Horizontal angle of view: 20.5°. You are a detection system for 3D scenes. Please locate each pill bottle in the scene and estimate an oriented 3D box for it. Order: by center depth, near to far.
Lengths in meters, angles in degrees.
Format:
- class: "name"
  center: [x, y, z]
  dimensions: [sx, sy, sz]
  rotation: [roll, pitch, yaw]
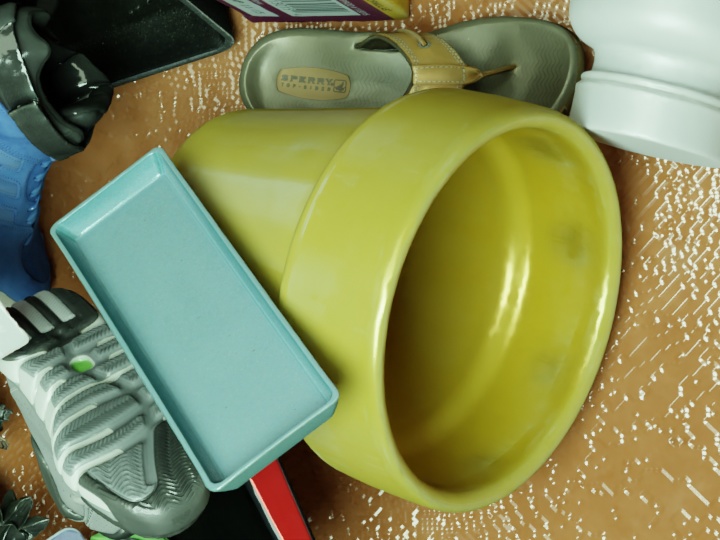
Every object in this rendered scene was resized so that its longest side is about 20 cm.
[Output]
- class: "pill bottle"
  center: [0.167, -0.157, 0.988]
  dimensions: [0.112, 0.112, 0.201]
  rotation: [14, 90, 21]

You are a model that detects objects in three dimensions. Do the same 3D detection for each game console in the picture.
- class: "game console"
  center: [-0.089, 0.101, 1.027]
  dimensions: [0.031, 0.200, 0.177]
  rotation: [-26, 87, -27]

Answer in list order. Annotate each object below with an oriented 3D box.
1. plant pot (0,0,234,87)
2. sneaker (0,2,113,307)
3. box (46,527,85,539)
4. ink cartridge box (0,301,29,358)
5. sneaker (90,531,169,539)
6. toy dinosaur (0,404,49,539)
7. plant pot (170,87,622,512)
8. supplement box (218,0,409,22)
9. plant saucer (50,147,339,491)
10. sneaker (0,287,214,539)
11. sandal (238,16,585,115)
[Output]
- class: "plant pot"
  center: [-0.208, -0.210, 1.100]
  dimensions: [0.199, 0.200, 0.178]
  rotation: [-16, 68, 19]
- class: "sneaker"
  center: [-0.180, -0.059, 1.085]
  dimensions: [0.111, 0.200, 0.077]
  rotation: [-14, 39, 6]
- class: "box"
  center: [-0.149, 0.252, 1.083]
  dimensions: [0.121, 0.032, 0.200]
  rotation: [-32, 85, 3]
- class: "ink cartridge box"
  center: [-0.269, 0.003, 0.996]
  dimensions: [0.200, 0.050, 0.162]
  rotation: [-30, 106, 32]
- class: "sneaker"
  center: [-0.135, 0.232, 1.018]
  dimensions: [0.077, 0.084, 0.201]
  rotation: [-12, 75, 43]
- class: "toy dinosaur"
  center: [-0.238, 0.120, 1.129]
  dimensions: [0.102, 0.136, 0.201]
  rotation: [-11, 117, -15]
- class: "plant pot"
  center: [0.000, 0.000, 1.002]
  dimensions: [0.188, 0.201, 0.201]
  rotation: [16, 90, 37]
- class: "supplement box"
  center: [-0.033, -0.243, 1.062]
  dimensions: [0.103, 0.131, 0.201]
  rotation: [2, 85, 21]
- class: "plant saucer"
  center: [-0.078, 0.021, 0.921]
  dimensions: [0.070, 0.019, 0.200]
  rotation: [-37, 49, -2]
- class: "sneaker"
  center: [-0.114, 0.096, 0.970]
  dimensions: [0.075, 0.116, 0.200]
  rotation: [-24, 35, -17]
- class: "sandal"
  center: [0.020, -0.101, 1.068]
  dimensions: [0.199, 0.054, 0.081]
  rotation: [4, 86, 21]
